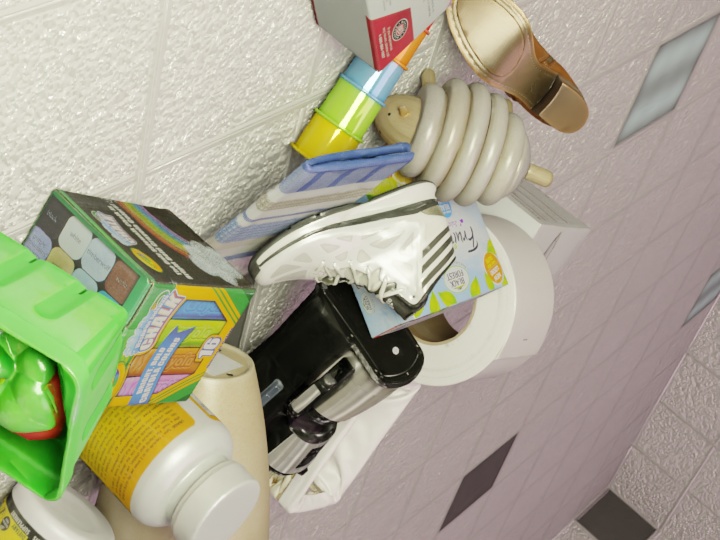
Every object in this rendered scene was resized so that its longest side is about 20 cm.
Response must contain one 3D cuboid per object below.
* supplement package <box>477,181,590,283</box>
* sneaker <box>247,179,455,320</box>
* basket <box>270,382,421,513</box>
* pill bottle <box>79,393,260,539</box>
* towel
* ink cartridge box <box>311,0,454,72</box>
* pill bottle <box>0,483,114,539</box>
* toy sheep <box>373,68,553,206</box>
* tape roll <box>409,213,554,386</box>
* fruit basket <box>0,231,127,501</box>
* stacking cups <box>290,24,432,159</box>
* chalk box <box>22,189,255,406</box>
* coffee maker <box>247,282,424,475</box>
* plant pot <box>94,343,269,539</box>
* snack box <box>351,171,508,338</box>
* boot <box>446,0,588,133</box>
[{"bbox_3d":[0.196,-0.043,1.691,0.118,0.117,0.199,-57,156,17],"label":"supplement package"},{"bbox_3d":[0.000,0.000,1.225,0.198,0.117,0.076,-21,169,-10],"label":"sneaker"},{"bbox_3d":[-0.044,0.171,1.555,0.201,0.123,0.135,-55,157,11],"label":"basket"},{"bbox_3d":[-0.185,0.155,1.164,0.113,0.199,0.113,-40,156,-23],"label":"pill bottle"},{"bbox_3d":[-0.057,-0.061,1.189,0.146,0.024,0.199,-14,166,-45],"label":"towel"},{"bbox_3d":[0.049,-0.290,1.084,0.200,0.083,0.146,-45,156,-15],"label":"ink cartridge box"},{"bbox_3d":[-0.331,0.303,1.227,0.201,0.112,0.112,-53,157,4],"label":"pill bottle"},{"bbox_3d":[0.106,-0.130,1.322,0.138,0.197,0.140,-165,-90,-82],"label":"toy sheep"},{"bbox_3d":[0.115,0.031,1.542,0.204,0.202,0.139,-57,156,15],"label":"tape roll"},{"bbox_3d":[-0.275,0.063,0.852,0.214,0.215,0.157,-28,149,-42],"label":"fruit basket"},{"bbox_3d":[0.011,-0.185,1.210,0.201,0.060,0.060,-57,157,8],"label":"stacking cups"},{"bbox_3d":[-0.202,0.025,1.036,0.125,0.125,0.199,-56,156,13],"label":"chalk box"},{"bbox_3d":[-0.057,0.089,1.385,0.134,0.194,0.200,10,139,-46],"label":"coffee maker"},{"bbox_3d":[-0.166,0.179,1.301,0.186,0.186,0.203,-15,123,-54],"label":"plant pot"},{"bbox_3d":[0.057,-0.035,1.371,0.067,0.171,0.199,-25,174,37],"label":"snack box"},{"bbox_3d":[0.156,-0.231,1.361,0.077,0.199,0.156,-50,-165,12],"label":"boot"}]
